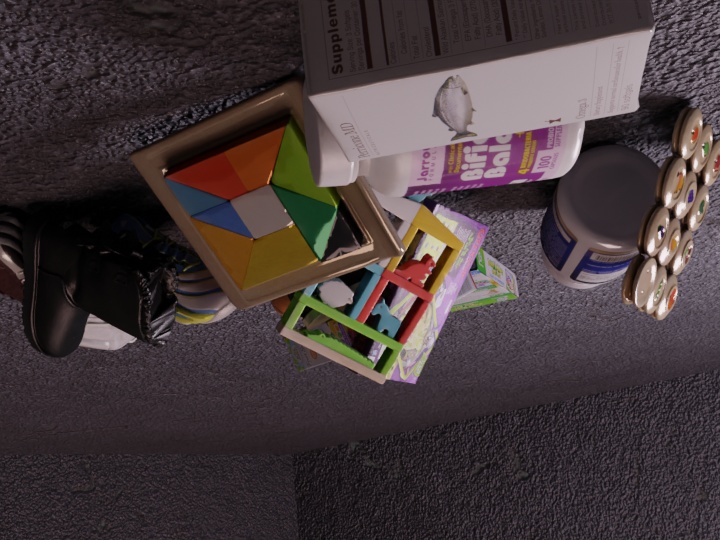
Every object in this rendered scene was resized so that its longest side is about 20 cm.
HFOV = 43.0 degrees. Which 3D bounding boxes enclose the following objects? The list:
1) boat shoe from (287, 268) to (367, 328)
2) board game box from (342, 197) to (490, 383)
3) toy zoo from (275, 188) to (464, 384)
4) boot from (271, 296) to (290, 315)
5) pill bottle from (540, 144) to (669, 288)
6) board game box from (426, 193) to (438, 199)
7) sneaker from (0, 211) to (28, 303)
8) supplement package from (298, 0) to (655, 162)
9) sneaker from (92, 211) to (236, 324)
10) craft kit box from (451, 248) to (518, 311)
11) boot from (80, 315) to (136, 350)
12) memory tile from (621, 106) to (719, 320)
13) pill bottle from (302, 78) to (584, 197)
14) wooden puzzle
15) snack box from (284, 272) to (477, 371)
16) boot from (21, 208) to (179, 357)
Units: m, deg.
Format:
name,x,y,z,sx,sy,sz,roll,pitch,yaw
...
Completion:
name,x,y,z,sx,sy,sz,roll,pitch,yaw
boat shoe,0.001,-0.002,1.006,0.201,0.063,0.074,-23,163,-40
board game box,0.063,0.026,1.002,0.032,0.201,0.120,29,-173,41
toy zoo,0.018,0.002,0.923,0.131,0.200,0.020,29,-176,-24
boot,-0.041,-0.007,1.129,0.199,0.074,0.155,-22,162,9
pill bottle,0.261,-0.050,1.014,0.115,0.116,0.200,-6,164,0
board game box,0.018,-0.111,0.872,0.199,0.026,0.200,3,161,-28
sneaker,-0.403,-0.006,1.013,0.115,0.076,0.200,-2,153,2
supplement package,0.070,-0.156,0.578,0.199,0.118,0.117,-9,166,10
sneaker,-0.217,-0.005,0.977,0.199,0.076,0.105,8,145,33
craft kit box,0.108,0.023,1.335,0.199,0.049,0.197,-13,160,22
boot,-0.270,0.044,1.121,0.199,0.074,0.096,0,129,-41
memory tile,0.315,-0.052,0.912,0.017,0.201,0.153,19,179,34
pill bottle,0.059,-0.116,0.702,0.199,0.113,0.112,-8,164,-9
wooden puzzle,-0.084,-0.055,0.804,0.199,0.037,0.185,-17,120,27
snack box,0.026,0.052,1.112,0.200,0.053,0.142,-25,179,-40
boot,-0.270,0.036,0.958,0.162,0.073,0.199,21,126,17
